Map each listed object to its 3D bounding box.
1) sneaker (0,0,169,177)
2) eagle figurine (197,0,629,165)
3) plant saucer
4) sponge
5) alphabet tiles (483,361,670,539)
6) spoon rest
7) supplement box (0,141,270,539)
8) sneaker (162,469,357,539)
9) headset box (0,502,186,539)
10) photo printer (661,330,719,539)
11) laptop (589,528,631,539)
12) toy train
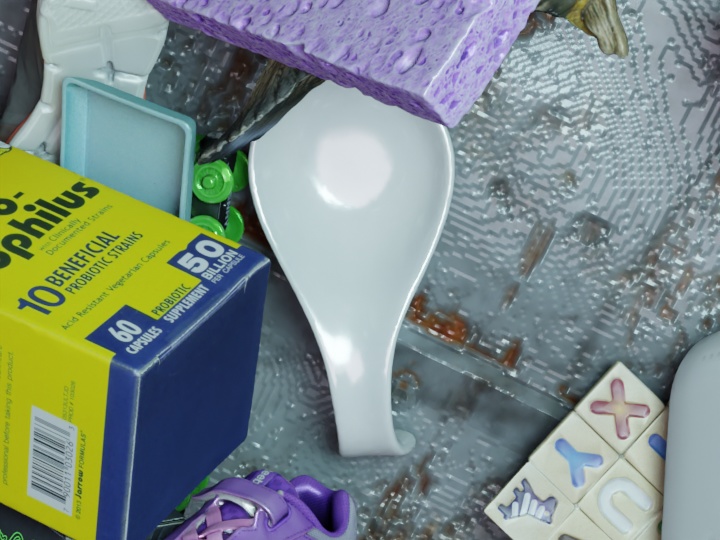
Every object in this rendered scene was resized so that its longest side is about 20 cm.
[{"bbox_3d":[-0.132,-0.088,1.101,0.077,0.082,0.200,12,128,-17],"label":"sneaker"},{"bbox_3d":[0.017,-0.128,1.027,0.199,0.152,0.152,-3,103,5],"label":"eagle figurine"},{"bbox_3d":[-0.110,0.005,1.083,0.070,0.019,0.201,22,125,22],"label":"plant saucer"},{"bbox_3d":[-0.003,-0.135,0.959,0.030,0.200,0.112,39,81,-44],"label":"sponge"},{"bbox_3d":[0.164,0.148,1.139,0.200,0.006,0.166,44,87,-7],"label":"alphabet tiles"},{"bbox_3d":[0.000,0.000,1.111,0.099,0.061,0.201,-4,106,6],"label":"spoon rest"},{"bbox_3d":[-0.156,0.023,1.038,0.199,0.109,0.110,23,127,19],"label":"supplement box"},{"bbox_3d":[-0.064,0.135,1.057,0.080,0.200,0.089,21,102,31],"label":"sneaker"},{"bbox_3d":[-0.198,0.151,1.115,0.174,0.093,0.201,34,108,29],"label":"headset box"},{"bbox_3d":[0.206,0.122,1.060,0.069,0.166,0.201,2,93,-30],"label":"photo printer"},{"bbox_3d":[0.061,0.248,1.149,0.199,0.103,0.178,-16,104,18],"label":"laptop"},{"bbox_3d":[-0.094,0.026,1.139,0.056,0.042,0.201,12,106,13],"label":"toy train"}]
